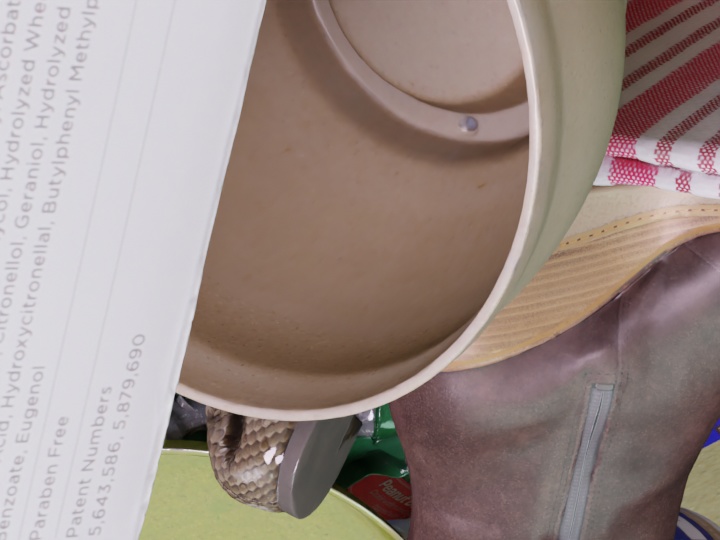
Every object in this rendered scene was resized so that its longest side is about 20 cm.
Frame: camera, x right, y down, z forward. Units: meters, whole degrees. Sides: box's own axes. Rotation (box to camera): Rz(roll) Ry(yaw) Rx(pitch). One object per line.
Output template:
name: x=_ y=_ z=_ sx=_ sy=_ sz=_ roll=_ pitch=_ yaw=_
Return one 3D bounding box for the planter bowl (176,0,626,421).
planter bowl: x=-0.003 y=-0.074 z=0.836 sx=0.200 sy=0.200 sz=0.135 roll=-46 pitch=171 yaw=38

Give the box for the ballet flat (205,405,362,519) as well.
ballet flat: x=0.000 y=0.000 z=1.000 sx=0.046 sy=0.200 sz=0.068 roll=17 pitch=147 yaw=20

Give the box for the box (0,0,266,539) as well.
box: x=-0.132 y=-0.057 z=0.661 sx=0.130 sy=0.199 sz=0.201 roll=0 pitch=113 yaw=-36

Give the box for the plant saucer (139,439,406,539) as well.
plant saucer: x=-0.062 y=0.131 z=1.061 sx=0.199 sy=0.031 sz=0.201 roll=2 pitch=129 yaw=3

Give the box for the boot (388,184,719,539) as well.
boot: x=0.105 y=0.037 z=0.986 sx=0.199 sy=0.072 sz=0.167 roll=-5 pitch=117 yaw=-9

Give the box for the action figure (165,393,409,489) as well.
action figure: x=0.023 y=0.039 z=1.065 sx=0.199 sy=0.119 sz=0.055 roll=0 pitch=-168 yaw=-14

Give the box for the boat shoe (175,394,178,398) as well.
boat shoe: x=-0.119 y=0.063 z=1.075 sx=0.199 sy=0.063 sz=0.071 roll=-17 pitch=147 yaw=-29

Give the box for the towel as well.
towel: x=0.136 y=-0.051 z=0.940 sx=0.146 sy=0.199 sz=0.030 roll=-32 pitch=123 yaw=-49

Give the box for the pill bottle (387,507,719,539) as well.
pill bottle: x=0.069 y=0.151 z=1.178 sx=0.200 sy=0.116 sz=0.116 roll=7 pitch=141 yaw=-47

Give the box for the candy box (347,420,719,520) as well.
candy box: x=0.059 y=0.050 z=1.196 sx=0.199 sy=0.077 sz=0.169 roll=-29 pitch=153 yaw=11
